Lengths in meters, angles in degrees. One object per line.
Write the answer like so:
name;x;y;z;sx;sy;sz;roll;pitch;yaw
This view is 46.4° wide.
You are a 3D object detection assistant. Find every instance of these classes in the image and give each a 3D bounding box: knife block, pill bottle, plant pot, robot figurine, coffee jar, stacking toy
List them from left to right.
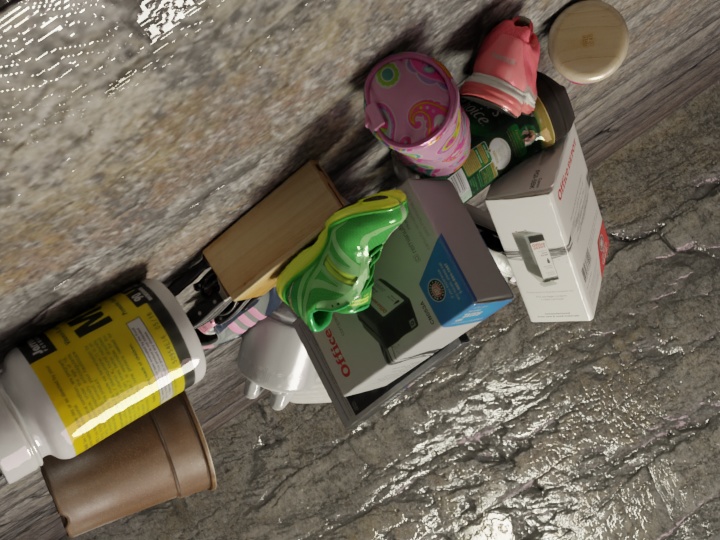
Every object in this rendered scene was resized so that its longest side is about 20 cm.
pill bottle;-0.254;0.100;0.775;0.199;0.115;0.114;-31;172;-28
plant pot;-0.323;0.245;1.128;0.197;0.202;0.200;-23;169;-23
knife block;-0.115;-0.012;0.859;0.175;0.064;0.200;-32;172;-26
robot figurine;-0.097;0.082;1.119;0.113;0.168;0.202;-53;161;-71
coffee jar;0.139;-0.150;0.953;0.199;0.086;0.104;-34;-148;-7
stacking toy;0.258;-0.251;0.977;0.085;0.086;0.200;-36;178;12

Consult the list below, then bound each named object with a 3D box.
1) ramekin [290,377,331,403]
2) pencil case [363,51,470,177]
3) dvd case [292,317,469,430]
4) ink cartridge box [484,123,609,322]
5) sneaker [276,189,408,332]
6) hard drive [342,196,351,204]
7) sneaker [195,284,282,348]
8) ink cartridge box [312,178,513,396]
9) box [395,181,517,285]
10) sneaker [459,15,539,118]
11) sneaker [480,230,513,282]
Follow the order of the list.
ramekin;-0.077;0.107;1.278;0.104;0.203;0.200;-9;174;4
pencil case;0.056;-0.135;0.769;0.087;0.088;0.200;-35;174;8
dvd case;0.017;0.071;0.973;0.025;0.151;0.200;-5;149;-51
ink cartridge box;0.232;-0.059;1.022;0.082;0.201;0.147;-4;-140;31
sneaker;-0.007;-0.008;0.800;0.074;0.084;0.200;-25;166;-42
hard drive;0.000;0.000;1.016;0.132;0.199;0.026;-39;-152;34
sneaker;-0.156;0.045;1.019;0.082;0.070;0.200;-28;168;-40
ink cartridge box;0.037;0.020;0.883;0.200;0.146;0.083;-39;160;34
box;0.142;-0.050;1.138;0.061;0.198;0.117;-62;-151;15
sneaker;0.151;-0.201;0.821;0.200;0.073;0.088;-48;159;-72
sneaker;0.116;-0.022;1.030;0.199;0.074;0.080;30;109;-33
